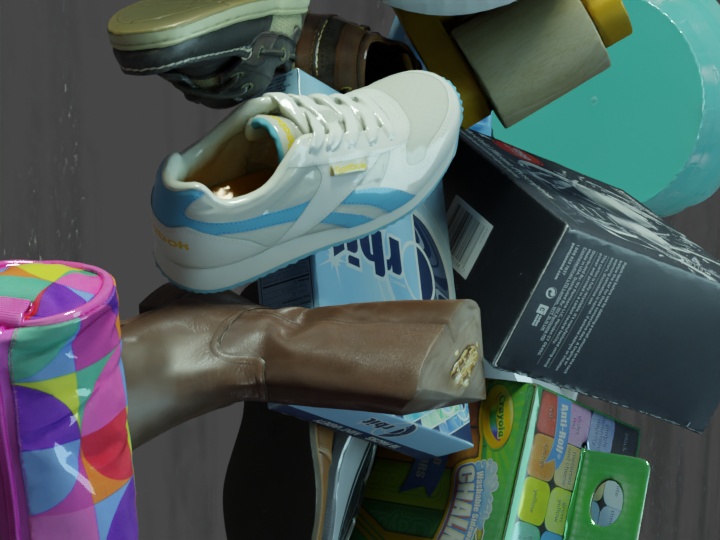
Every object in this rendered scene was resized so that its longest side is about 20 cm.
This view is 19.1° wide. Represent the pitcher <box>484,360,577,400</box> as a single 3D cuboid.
[{"bbox_3d":[0.126,0.105,1.627,0.171,0.121,0.201,-19,115,-25],"label":"pitcher"}]

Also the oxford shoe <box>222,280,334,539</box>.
[{"bbox_3d":[-0.037,0.106,1.305,0.071,0.071,0.201,-2,98,-58],"label":"oxford shoe"}]

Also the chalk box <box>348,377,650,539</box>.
[{"bbox_3d":[0.094,0.142,1.387,0.124,0.199,0.126,24,74,-44],"label":"chalk box"}]

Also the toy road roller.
[{"bbox_3d":[0.089,-0.172,1.386,0.201,0.123,0.146,62,3,28],"label":"toy road roller"}]

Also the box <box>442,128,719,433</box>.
[{"bbox_3d":[0.135,0.000,1.423,0.181,0.200,0.104,19,105,-33],"label":"box"}]

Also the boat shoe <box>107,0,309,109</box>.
[{"bbox_3d":[-0.074,-0.120,1.157,0.201,0.071,0.066,-38,126,-67],"label":"boat shoe"}]

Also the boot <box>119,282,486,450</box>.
[{"bbox_3d":[-0.043,0.061,1.110,0.187,0.199,0.065,-54,144,-52],"label":"boot"}]

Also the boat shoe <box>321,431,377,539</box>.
[{"bbox_3d":[-0.025,0.107,1.373,0.071,0.072,0.201,70,37,-76],"label":"boat shoe"}]

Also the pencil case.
[{"bbox_3d":[-0.148,0.096,1.019,0.088,0.088,0.201,-41,132,-60],"label":"pencil case"}]

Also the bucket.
[{"bbox_3d":[0.203,-0.136,1.695,0.135,0.206,0.208,-13,108,-65],"label":"bucket"}]

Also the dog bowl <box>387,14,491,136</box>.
[{"bbox_3d":[0.057,-0.095,1.528,0.111,0.049,0.201,-29,124,-64],"label":"dog bowl"}]

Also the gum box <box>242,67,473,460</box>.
[{"bbox_3d":[0.000,0.000,1.291,0.170,0.044,0.201,25,54,-54],"label":"gum box"}]

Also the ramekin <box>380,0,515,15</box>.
[{"bbox_3d":[0.054,-0.251,1.284,0.098,0.199,0.201,72,32,-63],"label":"ramekin"}]

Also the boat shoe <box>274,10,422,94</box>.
[{"bbox_3d":[0.006,-0.114,1.366,0.200,0.067,0.072,26,72,-68],"label":"boat shoe"}]

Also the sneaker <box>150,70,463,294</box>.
[{"bbox_3d":[-0.024,-0.061,1.176,0.199,0.077,0.081,-30,147,-23],"label":"sneaker"}]
